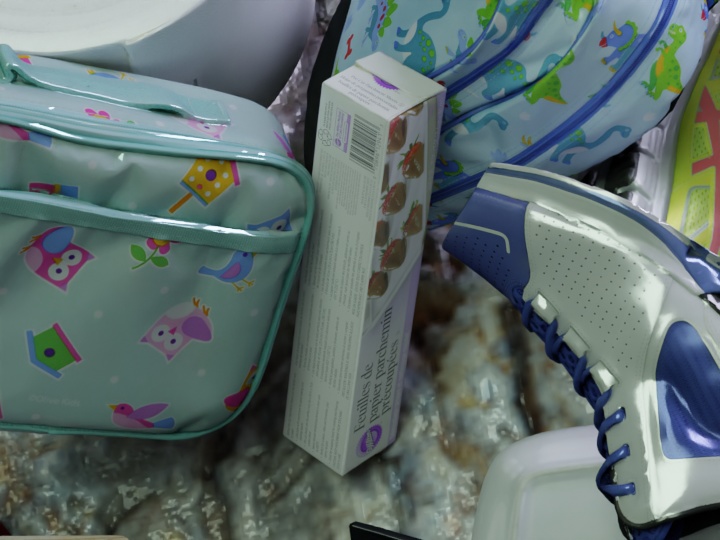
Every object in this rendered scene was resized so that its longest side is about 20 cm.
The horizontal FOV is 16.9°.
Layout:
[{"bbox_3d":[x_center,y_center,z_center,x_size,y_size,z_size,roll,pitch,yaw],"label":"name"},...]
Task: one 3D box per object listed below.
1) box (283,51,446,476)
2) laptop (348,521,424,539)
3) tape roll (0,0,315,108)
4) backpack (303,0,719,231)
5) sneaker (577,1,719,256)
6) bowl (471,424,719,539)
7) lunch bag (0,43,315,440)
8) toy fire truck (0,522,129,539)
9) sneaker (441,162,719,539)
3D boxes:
[{"bbox_3d":[0.000,0.000,1.056,0.041,0.201,0.039,32,44,29],"label":"box"},{"bbox_3d":[0.068,0.211,0.914,0.176,0.103,0.201,14,92,16],"label":"laptop"},{"bbox_3d":[-0.123,-0.158,1.095,0.201,0.139,0.204,-1,68,3],"label":"tape roll"},{"bbox_3d":[0.067,-0.108,1.061,0.199,0.154,0.164,-2,57,43],"label":"backpack"},{"bbox_3d":[0.149,-0.047,1.093,0.078,0.090,0.201,-33,30,54],"label":"sneaker"},{"bbox_3d":[0.132,0.152,1.007,0.199,0.075,0.201,-4,68,19],"label":"bowl"},{"bbox_3d":[-0.126,-0.011,1.017,0.161,0.199,0.077,-68,29,29],"label":"lunch bag"},{"bbox_3d":[-0.193,0.117,1.079,0.129,0.176,0.200,-47,65,-5],"label":"toy fire truck"},{"bbox_3d":[0.111,0.046,0.958,0.199,0.081,0.116,28,82,11],"label":"sneaker"}]
